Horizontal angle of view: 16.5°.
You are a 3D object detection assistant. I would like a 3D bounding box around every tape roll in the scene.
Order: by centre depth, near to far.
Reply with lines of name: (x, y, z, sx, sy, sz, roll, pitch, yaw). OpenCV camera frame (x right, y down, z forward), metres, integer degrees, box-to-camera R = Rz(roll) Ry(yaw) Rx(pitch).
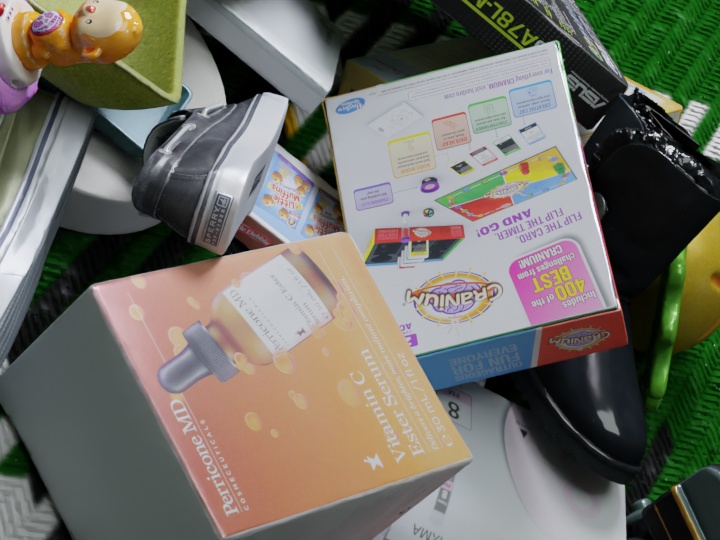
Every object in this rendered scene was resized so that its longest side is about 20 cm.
tape roll: (-0.169, -0.114, 1.447, 0.202, 0.037, 0.204, 25, 45, -27)

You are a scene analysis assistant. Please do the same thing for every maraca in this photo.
maraca: (0.200, 0.001, 1.623, 0.106, 0.138, 0.201, 6, 37, 6)

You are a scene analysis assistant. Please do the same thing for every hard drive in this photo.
hard drive: (-0.097, -0.186, 1.548, 0.200, 0.027, 0.132, 40, 18, -11)

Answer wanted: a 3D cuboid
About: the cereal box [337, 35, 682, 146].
cereal box: (0.099, -0.107, 1.640, 0.144, 0.040, 0.199, 33, 31, 32)

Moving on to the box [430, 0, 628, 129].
box: (0.073, -0.197, 1.611, 0.193, 0.048, 0.200, 34, 17, -25)

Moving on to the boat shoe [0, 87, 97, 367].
boat shoe: (-0.198, -0.014, 1.310, 0.062, 0.072, 0.201, 19, 55, -1)

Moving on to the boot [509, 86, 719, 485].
boot: (0.160, 0.005, 1.505, 0.076, 0.168, 0.201, 22, 30, -41)

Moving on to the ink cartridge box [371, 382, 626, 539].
ink cartridge box: (0.082, 0.165, 1.445, 0.162, 0.057, 0.201, 27, 39, -25)

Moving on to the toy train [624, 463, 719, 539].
toy train: (0.245, 0.163, 1.542, 0.199, 0.114, 0.086, 1, 59, -44)

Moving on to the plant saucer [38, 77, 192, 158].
plant saucer: (-0.186, -0.141, 1.410, 0.200, 0.019, 0.070, 40, 39, -11)

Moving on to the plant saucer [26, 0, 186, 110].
plant saucer: (-0.188, -0.176, 1.361, 0.199, 0.048, 0.200, 35, 25, -21)

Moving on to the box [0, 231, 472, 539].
box: (-0.066, 0.081, 1.328, 0.199, 0.106, 0.153, -13, 69, -48)

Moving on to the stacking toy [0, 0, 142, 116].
stacking toy: (-0.199, -0.107, 1.239, 0.116, 0.199, 0.110, -73, 147, -46)

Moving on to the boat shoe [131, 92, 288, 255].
boat shoe: (-0.087, -0.062, 1.381, 0.067, 0.072, 0.200, 20, 20, 0)

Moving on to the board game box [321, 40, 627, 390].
board game box: (0.065, -0.031, 1.476, 0.040, 0.152, 0.201, 68, 11, -55)

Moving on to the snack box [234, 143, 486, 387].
snack box: (0.000, 0.000, 1.519, 0.200, 0.024, 0.072, 38, 40, -13)
